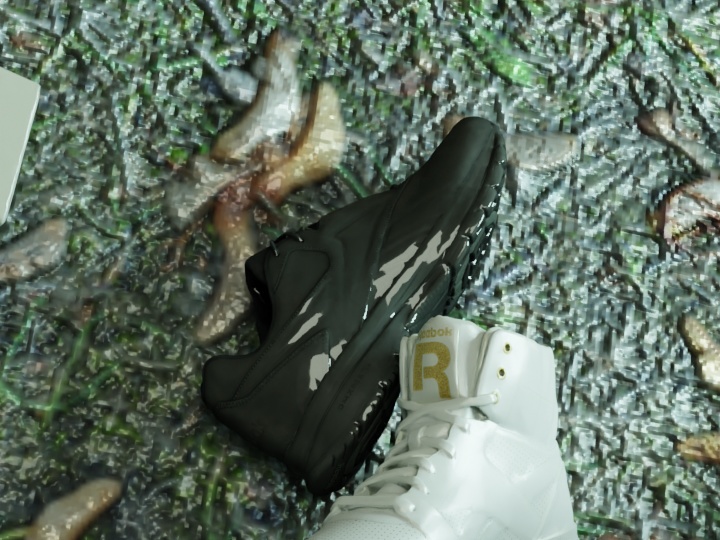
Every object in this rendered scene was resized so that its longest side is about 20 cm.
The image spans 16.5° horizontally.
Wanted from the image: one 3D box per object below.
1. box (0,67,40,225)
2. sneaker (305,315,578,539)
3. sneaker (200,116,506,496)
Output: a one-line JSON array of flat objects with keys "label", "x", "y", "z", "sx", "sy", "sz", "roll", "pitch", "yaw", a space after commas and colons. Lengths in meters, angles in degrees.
[{"label": "box", "x": -0.242, "y": -0.077, "z": 1.038, "sx": 0.199, "sy": 0.082, "sz": 0.069, "roll": 23, "pitch": 68, "yaw": -27}, {"label": "sneaker", "x": 0.021, "y": 0.078, "z": 1.017, "sx": 0.200, "sy": 0.073, "sz": 0.116, "roll": -9, "pitch": 94, "yaw": -58}, {"label": "sneaker", "x": 0.000, "y": 0.000, "z": 1.108, "sx": 0.090, "sy": 0.076, "sz": 0.200, "roll": 28, "pitch": 59, "yaw": 10}]
